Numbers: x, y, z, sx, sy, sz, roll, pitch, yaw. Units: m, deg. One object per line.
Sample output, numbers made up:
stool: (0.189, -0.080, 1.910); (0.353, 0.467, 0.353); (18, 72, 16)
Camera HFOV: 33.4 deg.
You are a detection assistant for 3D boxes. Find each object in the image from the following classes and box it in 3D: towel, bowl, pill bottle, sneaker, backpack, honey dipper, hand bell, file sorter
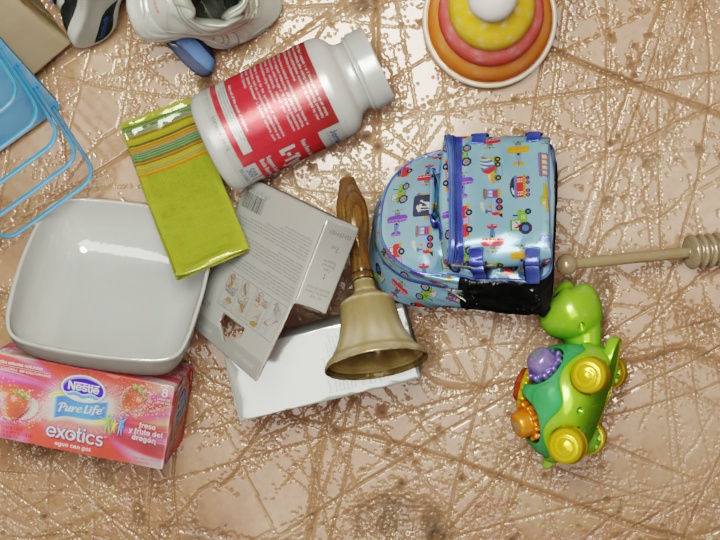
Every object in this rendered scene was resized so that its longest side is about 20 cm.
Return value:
towel: (-0.191, -0.091, 1.288); (0.086, 0.018, 0.201); (-24, 67, -1)
bowl: (-0.263, 0.024, 1.283); (0.198, 0.075, 0.201); (8, 55, 1)
pill bottle: (-0.070, -0.176, 1.273); (0.199, 0.112, 0.113); (-25, 92, 5)
sneaker: (-0.286, -0.329, 1.243); (0.073, 0.200, 0.112); (-26, 80, -37)
backpack: (0.103, -0.052, 1.248); (0.199, 0.135, 0.184); (3, 67, 11)
sneaker: (-0.199, -0.306, 1.292); (0.082, 0.074, 0.201); (-26, 93, 2)
honey dipper: (0.301, -0.013, 1.273); (0.199, 0.038, 0.038); (-7, 93, -14)
hand bell: (0.000, 0.000, 1.207); (0.103, 0.104, 0.201); (-11, 70, 4)
file sorter: (-0.381, -0.141, 1.224); (0.138, 0.200, 0.123); (-36, 67, -3)
sneaker: (-0.138, -0.270, 1.233); (0.099, 0.200, 0.078); (-1, 103, 39)

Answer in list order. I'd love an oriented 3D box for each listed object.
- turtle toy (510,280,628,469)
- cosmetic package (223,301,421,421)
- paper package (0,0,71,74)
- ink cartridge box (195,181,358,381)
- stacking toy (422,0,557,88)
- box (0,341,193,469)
turtle toy: (0.220, 0.113, 1.274); (0.101, 0.146, 0.201); (18, 93, 22)
cosmetic package: (-0.039, 0.094, 1.289); (0.199, 0.113, 0.082); (-15, 92, 5)
paper package: (-0.436, -0.243, 1.245); (0.200, 0.191, 0.104); (-40, 69, 3)
ink cartridge box: (-0.095, 0.008, 1.247); (0.045, 0.200, 0.177); (20, 95, -31)
stacking toy: (0.136, -0.266, 1.213); (0.145, 0.200, 0.147); (0, 94, 2)
box: (-0.292, 0.139, 1.306); (0.199, 0.103, 0.095); (11, 100, 3)
